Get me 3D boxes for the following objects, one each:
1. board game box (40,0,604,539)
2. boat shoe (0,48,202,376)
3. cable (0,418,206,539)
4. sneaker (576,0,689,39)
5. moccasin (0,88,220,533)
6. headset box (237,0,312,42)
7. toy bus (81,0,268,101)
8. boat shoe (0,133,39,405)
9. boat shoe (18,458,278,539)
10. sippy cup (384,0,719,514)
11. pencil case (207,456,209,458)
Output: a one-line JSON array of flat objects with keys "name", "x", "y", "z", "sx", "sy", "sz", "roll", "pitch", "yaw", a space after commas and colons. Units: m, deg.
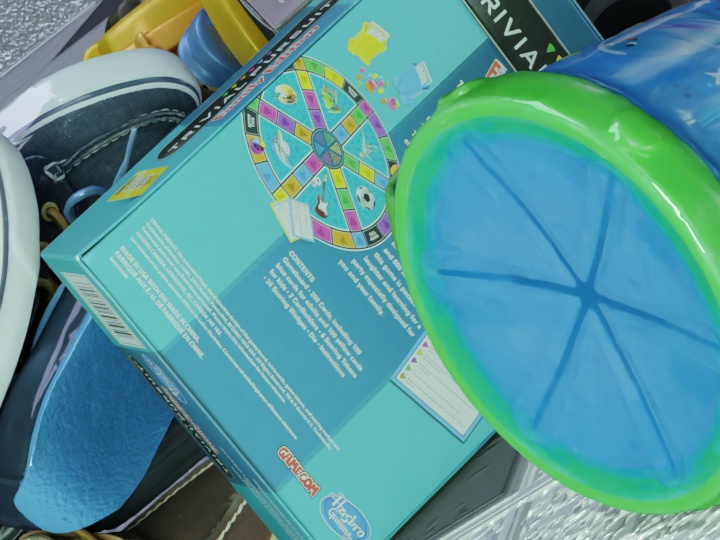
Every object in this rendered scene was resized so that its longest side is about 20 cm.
[{"name": "board game box", "x": 0.011, "y": -0.015, "z": 1.024, "sx": 0.200, "sy": 0.151, "sz": 0.047, "roll": -44, "pitch": 18, "yaw": -16}, {"name": "boat shoe", "x": -0.130, "y": -0.002, "z": 1.105, "sx": 0.200, "sy": 0.091, "sz": 0.071, "roll": -33, "pitch": -34, "yaw": -13}, {"name": "cable", "x": -0.141, "y": 0.051, "z": 1.126, "sx": 0.200, "sy": 0.051, "sz": 0.163, "roll": -40, "pitch": 49, "yaw": -14}, {"name": "sneaker", "x": 0.071, "y": -0.064, "z": 1.256, "sx": 0.199, "sy": 0.071, "sz": 0.083, "roll": -39, "pitch": 38, "yaw": -14}, {"name": "moccasin", "x": -0.085, "y": 0.006, "z": 1.058, "sx": 0.068, "sy": 0.081, "sz": 0.200, "roll": -14, "pitch": 33, "yaw": 50}, {"name": "headset box", "x": 0.041, "y": -0.127, "z": 1.308, "sx": 0.200, "sy": 0.149, "sz": 0.075, "roll": -41, "pitch": 40, "yaw": 0}, {"name": "toy bus", "x": -0.029, "y": -0.124, "z": 1.418, "sx": 0.199, "sy": 0.136, "sz": 0.192, "roll": -31, "pitch": -9, "yaw": -14}, {"name": "boat shoe", "x": -0.166, "y": 0.030, "z": 1.002, "sx": 0.072, "sy": 0.066, "sz": 0.201, "roll": -2, "pitch": 64, "yaw": 34}, {"name": "boat shoe", "x": -0.096, "y": 0.121, "z": 1.030, "sx": 0.072, "sy": 0.072, "sz": 0.200, "roll": -5, "pitch": 34, "yaw": 48}, {"name": "sippy cup", "x": 0.101, "y": -0.019, "z": 0.854, "sx": 0.130, "sy": 0.178, "sz": 0.140, "roll": -35, "pitch": -21, "yaw": -33}, {"name": "pencil case", "x": 0.000, "y": 0.000, "z": 1.168, "sx": 0.200, "sy": 0.085, "sz": 0.084, "roll": -37, "pitch": 29, "yaw": 24}]
